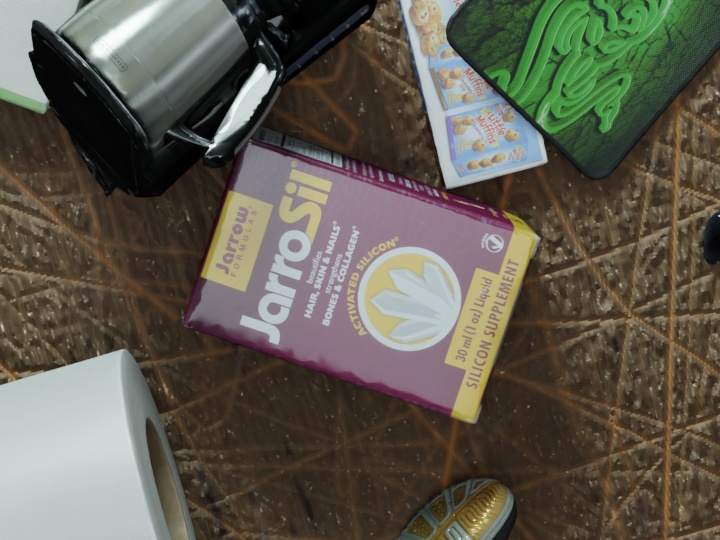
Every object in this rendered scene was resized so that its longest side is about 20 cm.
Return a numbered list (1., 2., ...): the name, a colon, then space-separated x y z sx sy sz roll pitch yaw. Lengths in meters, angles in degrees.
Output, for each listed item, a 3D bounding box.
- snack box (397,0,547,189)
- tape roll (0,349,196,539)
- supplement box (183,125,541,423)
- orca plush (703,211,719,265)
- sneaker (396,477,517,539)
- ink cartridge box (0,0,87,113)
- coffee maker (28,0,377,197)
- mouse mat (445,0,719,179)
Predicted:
1. snack box: 0.066 -0.159 1.354 0.071 0.024 0.201 -14 97 -3
2. tape roll: -0.184 0.164 1.295 0.138 0.203 0.204 -17 97 0
3. supplement box: 0.000 0.000 1.331 0.199 0.103 0.132 18 97 -3
4. orca plush: 0.279 0.003 1.358 0.104 0.071 0.202 11 96 -3
5. sneaker: 0.053 0.232 1.385 0.087 0.076 0.201 32 98 -21
6. ink cartridge box: -0.235 -0.217 1.305 0.145 0.048 0.201 20 108 -4
7. coffee maker: -0.100 -0.154 1.292 0.200 0.192 0.135 -41 104 -14
8. mouse mat: 0.168 -0.178 1.340 0.161 0.008 0.200 40 93 -24
